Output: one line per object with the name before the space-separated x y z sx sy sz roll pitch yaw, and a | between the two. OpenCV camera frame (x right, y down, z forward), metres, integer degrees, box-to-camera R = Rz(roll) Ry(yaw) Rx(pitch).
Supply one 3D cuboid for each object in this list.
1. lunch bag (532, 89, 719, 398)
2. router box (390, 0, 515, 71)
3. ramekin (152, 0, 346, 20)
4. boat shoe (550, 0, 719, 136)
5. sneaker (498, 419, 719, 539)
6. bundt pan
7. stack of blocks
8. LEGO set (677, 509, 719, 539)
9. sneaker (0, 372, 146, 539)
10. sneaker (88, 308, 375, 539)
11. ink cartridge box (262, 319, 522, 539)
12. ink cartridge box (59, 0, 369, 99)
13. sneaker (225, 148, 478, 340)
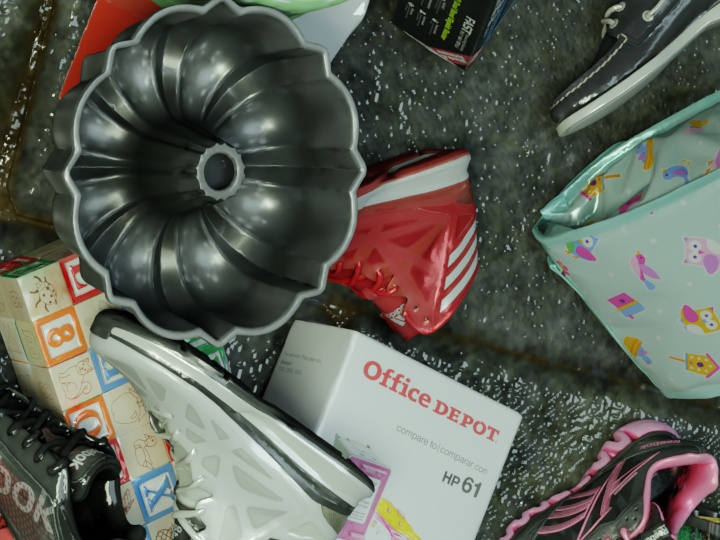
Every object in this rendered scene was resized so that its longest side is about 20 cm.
lunch bag | 0.238 -0.017 1.790 0.170 0.199 0.122 48 27 -25
router box | 0.093 -0.227 1.658 0.062 0.200 0.150 33 76 3
ramekin | -0.054 -0.244 1.576 0.199 0.098 0.202 -2 94 -29
boat shoe | 0.199 -0.168 1.798 0.200 0.074 0.060 -38 89 -7
sneaker | 0.167 0.181 1.791 0.200 0.095 0.079 -46 115 -18
bundt pan | -0.100 -0.059 1.556 0.201 0.076 0.203 -3 96 -34
stack of blocks | -0.141 0.075 1.622 0.115 0.058 0.201 -23 105 -27
LEGO set | 0.281 0.249 1.830 0.153 0.116 0.201 16 88 -12
sneaker | -0.194 0.108 1.548 0.201 0.098 0.071 57 32 3
sneaker | -0.099 0.117 1.573 0.200 0.076 0.116 37 89 -14
ink cartridge box | -0.004 0.150 1.693 0.144 0.084 0.201 27 79 -29
ink cartridge box | -0.078 -0.169 1.650 0.162 0.057 0.201 25 76 -30
sneaker | 0.000 0.000 1.690 0.199 0.078 0.116 -20 102 -27
